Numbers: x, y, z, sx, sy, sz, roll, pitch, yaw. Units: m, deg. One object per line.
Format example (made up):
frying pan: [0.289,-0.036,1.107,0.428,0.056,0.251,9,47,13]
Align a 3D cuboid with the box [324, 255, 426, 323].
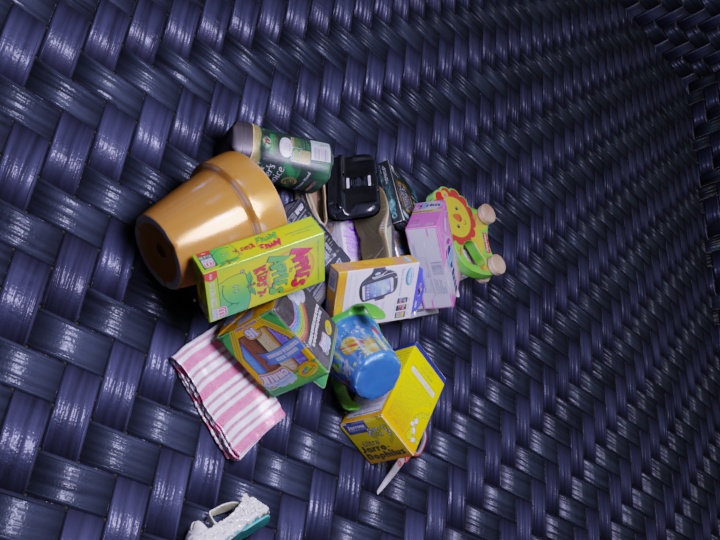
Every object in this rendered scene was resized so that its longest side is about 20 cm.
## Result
box: [0.030,0.039,1.622,0.199,0.041,0.120,-8,118,-32]

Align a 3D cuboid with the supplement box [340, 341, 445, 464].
supplement box: [0.065,0.250,1.656,0.110,0.108,0.200,52,42,-19]

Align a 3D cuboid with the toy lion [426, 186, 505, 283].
toy lion: [0.221,-0.084,1.921,0.191,0.069,0.201,10,62,-39]

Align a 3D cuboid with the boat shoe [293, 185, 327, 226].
boat shoe: [-0.093,-0.165,1.692,0.073,0.062,0.202,15,63,-45]

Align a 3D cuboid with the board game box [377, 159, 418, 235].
board game box: [0.092,-0.135,1.830,0.200,0.028,0.136,35,39,-66]

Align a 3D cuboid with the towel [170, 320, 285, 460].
towel: [-0.210,0.190,1.421,0.146,0.030,0.201,-39,104,-51]

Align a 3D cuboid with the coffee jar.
coffee jar: [-0.157,-0.203,1.570,0.199,0.104,0.086,10,67,-27]

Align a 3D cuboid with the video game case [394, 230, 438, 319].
video game case: [0.109,0.009,1.832,0.200,0.024,0.183,1,71,-71]

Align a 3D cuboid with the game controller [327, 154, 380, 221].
game controller: [-0.015,-0.166,1.726,0.201,0.103,0.042,-92,-177,-48]

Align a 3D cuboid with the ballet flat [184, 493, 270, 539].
ballet flat: [-0.219,0.395,1.304,0.200,0.071,0.072,-21,90,-54]

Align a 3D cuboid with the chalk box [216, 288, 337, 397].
chalk box: [-0.123,0.118,1.461,0.200,0.123,0.125,53,27,-27]

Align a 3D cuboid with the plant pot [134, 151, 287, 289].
plant pot: [-0.246,-0.064,1.381,0.183,0.200,0.201,-29,97,-36]

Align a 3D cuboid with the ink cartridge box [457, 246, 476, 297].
ink cartridge box: [0.204,-0.052,1.981,0.116,0.067,0.201,22,55,-43]

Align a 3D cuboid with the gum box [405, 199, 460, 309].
gum box: [0.153,-0.027,1.784,0.114,0.066,0.201,-64,145,-56]

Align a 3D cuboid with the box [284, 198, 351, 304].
box: [-0.121,-0.006,1.577,0.160,0.043,0.200,50,52,-22]

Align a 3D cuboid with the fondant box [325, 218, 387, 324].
fondant box: [0.000,0.000,1.733,0.144,0.058,0.202,10,65,-47]

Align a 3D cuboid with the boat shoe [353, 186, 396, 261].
boat shoe: [0.032,-0.070,1.710,0.066,0.071,0.202,56,24,-56]

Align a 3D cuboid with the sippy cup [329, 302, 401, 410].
sippy cup: [0.002,0.159,1.560,0.139,0.130,0.179,-32,128,-14]

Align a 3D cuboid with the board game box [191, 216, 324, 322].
board game box: [-0.153,-0.002,1.341,0.199,0.102,0.048,-20,46,-22]

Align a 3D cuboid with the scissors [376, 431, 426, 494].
scissors: [0.084,0.373,1.698,0.073,0.014,0.201,52,40,-24]
